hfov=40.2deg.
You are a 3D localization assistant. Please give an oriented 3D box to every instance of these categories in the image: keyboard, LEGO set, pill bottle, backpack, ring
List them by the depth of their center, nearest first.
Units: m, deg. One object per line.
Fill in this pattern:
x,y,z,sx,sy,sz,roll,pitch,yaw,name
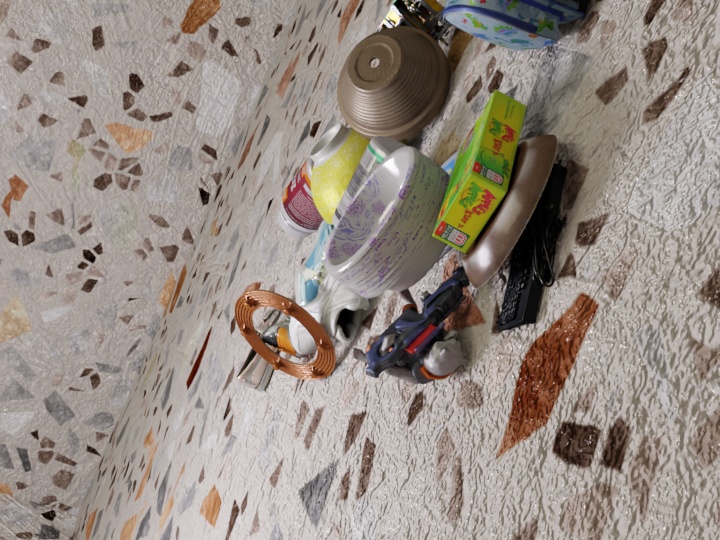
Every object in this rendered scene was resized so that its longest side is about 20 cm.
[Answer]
0.189,-0.035,1.118,0.104,0.039,0.202,-29,44,65,keyboard
0.181,-0.373,1.260,0.148,0.198,0.183,-68,19,2,backpack
0.025,-0.100,1.554,0.201,0.112,0.113,-62,19,21,pill bottle
-0.130,0.113,1.642,0.019,0.200,0.200,-53,5,-38,ring
0.115,-0.431,1.731,0.200,0.116,0.154,-49,-3,39,LEGO set
-0.090,-0.147,1.946,0.200,0.112,0.114,-46,29,51,pill bottle

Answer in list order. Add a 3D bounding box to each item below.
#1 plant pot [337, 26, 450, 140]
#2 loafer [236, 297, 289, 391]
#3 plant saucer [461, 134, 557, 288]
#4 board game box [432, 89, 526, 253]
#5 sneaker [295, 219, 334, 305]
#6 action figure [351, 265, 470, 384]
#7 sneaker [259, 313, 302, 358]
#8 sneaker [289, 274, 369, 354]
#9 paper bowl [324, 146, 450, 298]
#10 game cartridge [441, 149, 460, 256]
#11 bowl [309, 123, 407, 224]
0.040,-0.320,1.616,0.199,0.093,0.203,-8,71,25,plant pot
-0.196,0.143,2.011,0.072,0.062,0.202,-17,54,69,loafer
0.169,-0.076,1.162,0.201,0.032,0.200,-62,5,9,plant saucer
0.146,-0.123,1.191,0.102,0.047,0.201,-60,5,40,board game box
-0.052,-0.018,1.746,0.130,0.079,0.202,154,133,-67,sneaker
0.087,0.079,1.263,0.200,0.105,0.193,-40,22,-8,action figure
-0.129,0.100,1.769,0.200,0.075,0.093,90,-158,-82,sneaker
-0.052,0.088,1.615,0.200,0.077,0.100,-55,48,39,sneaker
0.049,-0.055,1.306,0.201,0.104,0.201,-50,17,22,paper bowl
0.119,-0.089,1.394,0.200,0.040,0.134,-46,25,50,game cartridge
-0.024,-0.190,1.710,0.200,0.108,0.201,-40,20,18,bowl
